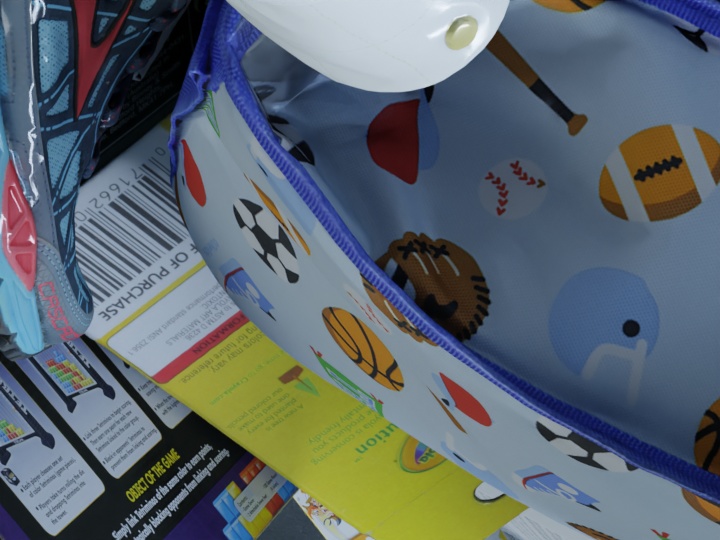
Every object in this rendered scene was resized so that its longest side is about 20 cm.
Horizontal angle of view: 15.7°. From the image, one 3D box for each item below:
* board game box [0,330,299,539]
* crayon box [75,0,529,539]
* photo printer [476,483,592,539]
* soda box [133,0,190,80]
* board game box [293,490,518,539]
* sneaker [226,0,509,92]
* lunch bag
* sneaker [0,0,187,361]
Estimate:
[{"bbox_3d":[-0.107,0.038,0.738,0.165,0.057,0.200,49,-164,0],"label":"board game box"},{"bbox_3d":[0.000,0.000,0.779,0.200,0.127,0.051,40,-155,-34],"label":"crayon box"},{"bbox_3d":[0.105,0.084,1.013,0.199,0.070,0.166,27,170,29],"label":"photo printer"},{"bbox_3d":[-0.120,-0.114,0.760,0.200,0.068,0.064,20,164,49],"label":"soda box"},{"bbox_3d":[0.011,0.090,1.105,0.200,0.034,0.135,53,-167,-20],"label":"board game box"},{"bbox_3d":[-0.047,-0.105,0.505,0.115,0.074,0.200,30,-162,-50],"label":"sneaker"},{"bbox_3d":[0.050,-0.008,0.618,0.199,0.124,0.170,24,170,-3],"label":"lunch bag"},{"bbox_3d":[-0.068,-0.063,0.633,0.079,0.095,0.201,-124,24,-45],"label":"sneaker"}]
